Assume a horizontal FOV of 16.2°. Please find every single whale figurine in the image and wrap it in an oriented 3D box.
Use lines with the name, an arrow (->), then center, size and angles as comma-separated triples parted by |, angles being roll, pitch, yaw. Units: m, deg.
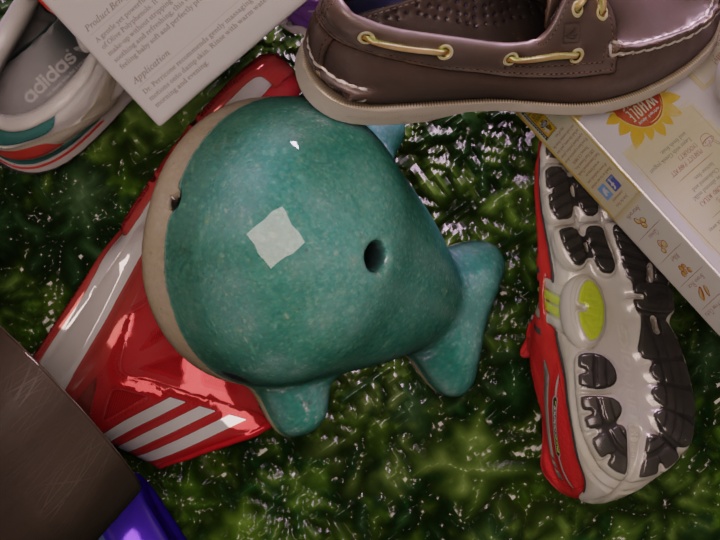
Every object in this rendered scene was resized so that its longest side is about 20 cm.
whale figurine -> 0.000, 0.000, 1.131 | 0.200, 0.104, 0.160 | 24, 79, -39

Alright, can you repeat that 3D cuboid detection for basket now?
basket -> -0.206, 0.123, 1.109 | 0.200, 0.180, 0.136 | -43, 123, -12

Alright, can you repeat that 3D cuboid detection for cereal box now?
cereal box -> 0.184, -0.048, 1.161 | 0.144, 0.040, 0.200 | -38, 84, -29

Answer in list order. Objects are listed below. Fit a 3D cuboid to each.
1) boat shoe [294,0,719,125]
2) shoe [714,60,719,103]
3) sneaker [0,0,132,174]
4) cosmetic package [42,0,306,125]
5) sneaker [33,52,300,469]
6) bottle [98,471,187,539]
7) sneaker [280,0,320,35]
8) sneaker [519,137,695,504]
boat shoe -> 0.072, -0.110, 1.097 | 0.199, 0.060, 0.072 | -8, 60, -17
shoe -> 0.255, -0.099, 1.155 | 0.199, 0.091, 0.072 | 2, 129, -5
sneaker -> -0.111, -0.129, 1.188 | 0.070, 0.093, 0.200 | 43, 89, 5
cosmetic package -> -0.111, -0.176, 1.091 | 0.108, 0.085, 0.200 | -37, 102, 16
sneaker -> -0.061, 0.004, 1.197 | 0.115, 0.078, 0.200 | 35, 102, -3
bottle -> -0.170, 0.176, 1.188 | 0.200, 0.065, 0.084 | -33, 90, 1
sneaker -> -0.031, -0.192, 1.161 | 0.080, 0.088, 0.200 | -38, 100, -30
sneaker -> 0.102, 0.011, 1.177 | 0.077, 0.085, 0.201 | 11, 66, -22
